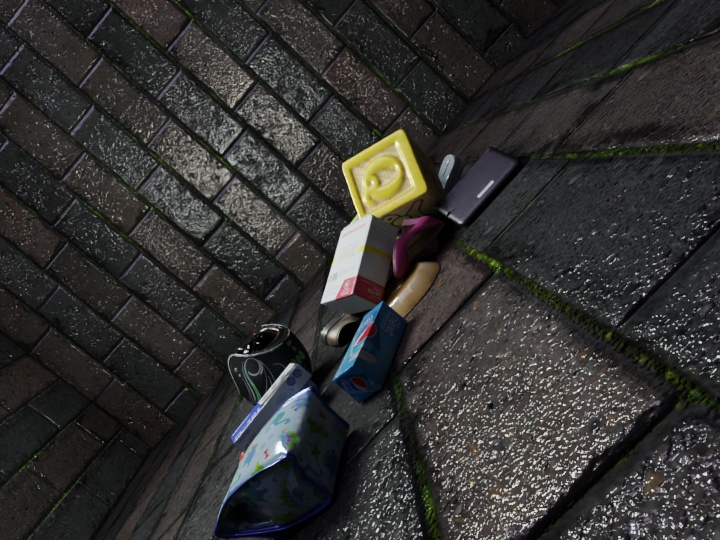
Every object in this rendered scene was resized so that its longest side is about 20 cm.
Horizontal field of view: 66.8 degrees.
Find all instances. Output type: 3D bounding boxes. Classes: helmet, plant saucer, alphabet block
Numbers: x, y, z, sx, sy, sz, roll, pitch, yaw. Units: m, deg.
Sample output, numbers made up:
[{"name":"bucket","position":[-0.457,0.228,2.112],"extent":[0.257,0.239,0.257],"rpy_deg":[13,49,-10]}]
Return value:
[{"name":"helmet","position":[-0.219,0.250,1.366],"extent":[0.200,0.191,0.200],"rpy_deg":[-14,22,6]},{"name":"plant saucer","position":[0.094,0.046,1.216],"extent":[0.200,0.035,0.200],"rpy_deg":[-47,8,9]},{"name":"alphabet block","position":[0.099,-0.209,1.420],"extent":[0.195,0.197,0.200],"rpy_deg":[-28,-23,19]}]

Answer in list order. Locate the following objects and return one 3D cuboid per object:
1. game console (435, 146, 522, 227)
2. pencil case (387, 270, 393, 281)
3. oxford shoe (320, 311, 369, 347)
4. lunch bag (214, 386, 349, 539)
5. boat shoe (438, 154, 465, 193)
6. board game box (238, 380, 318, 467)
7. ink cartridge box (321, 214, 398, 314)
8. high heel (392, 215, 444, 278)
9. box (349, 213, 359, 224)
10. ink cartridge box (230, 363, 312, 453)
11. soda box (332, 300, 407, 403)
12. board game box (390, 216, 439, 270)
[{"name":"game console","position":[0.290,-0.184,1.319],"extent":[0.200,0.116,0.176],"rpy_deg":[-48,38,4]},{"name":"pencil case","position":[0.041,0.020,1.476],"extent":[0.200,0.084,0.086],"rpy_deg":[-48,41,12]},{"name":"oxford shoe","position":[-0.001,0.116,1.332],"extent":[0.200,0.073,0.084],"rpy_deg":[-49,31,-20]},{"name":"lunch bag","position":[-0.128,0.309,0.848],"extent":[0.200,0.127,0.170],"rpy_deg":[-35,13,19]},{"name":"boat shoe","position":[0.252,-0.237,1.604],"extent":[0.074,0.067,0.200],"rpy_deg":[50,122,48]},{"name":"board game box","position":[-0.173,0.336,1.190],"extent":[0.200,0.056,0.196],"rpy_deg":[-49,9,-1]},{"name":"ink cartridge box","position":[-0.001,-0.011,1.266],"extent":[0.145,0.083,0.200],"rpy_deg":[-21,50,56]},{"name":"high heel","position":[0.132,-0.056,1.246],"extent":[0.096,0.067,0.200],"rpy_deg":[2,48,17]},{"name":"box","position":[0.076,-0.134,1.683],"extent":[0.122,0.200,0.048],"rpy_deg":[-52,39,4]},{"name":"ink cartridge box","position":[-0.188,0.286,1.146],"extent":[0.200,0.044,0.094],"rpy_deg":[-51,7,-18]},{"name":"soda box","position":[0.022,0.146,1.015],"extent":[0.064,0.068,0.200],"rpy_deg":[-43,10,33]},{"name":"board game box","position":[0.100,-0.057,1.363],"extent":[0.200,0.032,0.120],"rpy_deg":[-21,30,23]}]
